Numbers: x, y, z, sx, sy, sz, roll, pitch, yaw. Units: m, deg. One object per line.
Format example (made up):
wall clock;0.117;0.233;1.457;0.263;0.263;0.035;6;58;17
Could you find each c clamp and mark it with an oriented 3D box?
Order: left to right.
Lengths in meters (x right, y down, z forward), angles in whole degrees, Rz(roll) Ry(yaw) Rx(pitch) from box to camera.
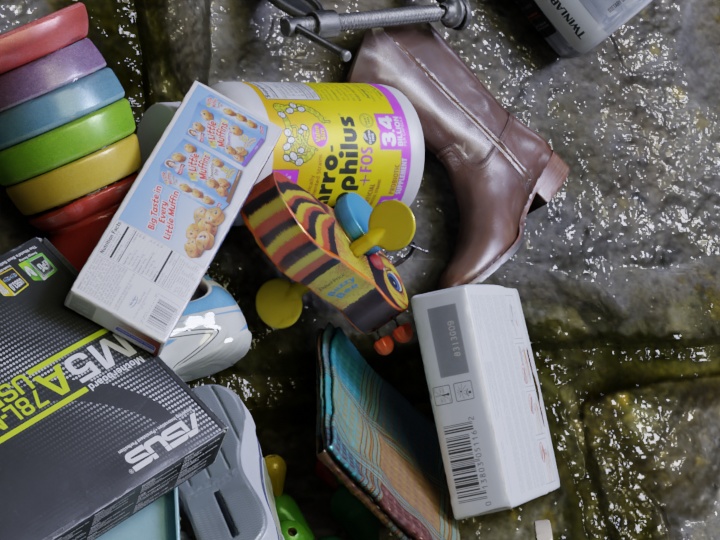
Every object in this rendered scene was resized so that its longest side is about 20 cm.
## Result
c clamp;0.006;-0.199;1.898;0.200;0.027;0.171;-14;35;-40

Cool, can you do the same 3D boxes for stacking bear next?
stacking bear;-0.202;-0.071;1.713;0.113;0.121;0.201;-22;98;1

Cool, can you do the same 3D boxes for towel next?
towel;0.021;0.127;1.756;0.147;0.022;0.200;46;15;-17

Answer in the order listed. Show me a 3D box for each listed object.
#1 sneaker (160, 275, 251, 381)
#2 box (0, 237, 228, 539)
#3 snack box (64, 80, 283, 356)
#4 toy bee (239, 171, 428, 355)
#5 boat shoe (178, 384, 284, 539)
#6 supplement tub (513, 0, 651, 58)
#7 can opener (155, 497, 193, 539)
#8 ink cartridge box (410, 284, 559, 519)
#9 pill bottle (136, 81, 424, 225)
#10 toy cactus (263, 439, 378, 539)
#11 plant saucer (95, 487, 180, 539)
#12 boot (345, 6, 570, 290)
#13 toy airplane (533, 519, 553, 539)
sneaker;-0.165;0.063;1.714;0.200;0.072;0.073;-26;71;-37
box;-0.220;0.091;1.595;0.200;0.048;0.193;-30;64;-37
snack box;-0.123;-0.038;1.676;0.072;0.024;0.200;29;55;-2
toy bee;0.000;0.000;1.779;0.199;0.131;0.109;3;51;-39
boat shoe;-0.093;0.153;1.688;0.200;0.072;0.062;-111;179;-55
supplement tub;0.150;-0.281;2.018;0.200;0.122;0.123;49;53;-7
can opener;-0.123;0.199;1.662;0.053;0.067;0.200;-40;81;1
ink cartridge box;0.094;0.093;1.833;0.200;0.047;0.161;3;74;-76
pill bottle;-0.060;-0.084;1.814;0.199;0.104;0.105;-2;73;-34
toy cactus;-0.014;0.215;1.747;0.165;0.102;0.201;28;50;-45
plant saucer;-0.150;0.195;1.605;0.070;0.019;0.201;2;63;-14
boot;0.049;-0.093;1.916;0.200;0.064;0.187;45;49;-10
toy airplane;0.141;0.308;1.767;0.200;0.141;0.200;-67;140;-55
